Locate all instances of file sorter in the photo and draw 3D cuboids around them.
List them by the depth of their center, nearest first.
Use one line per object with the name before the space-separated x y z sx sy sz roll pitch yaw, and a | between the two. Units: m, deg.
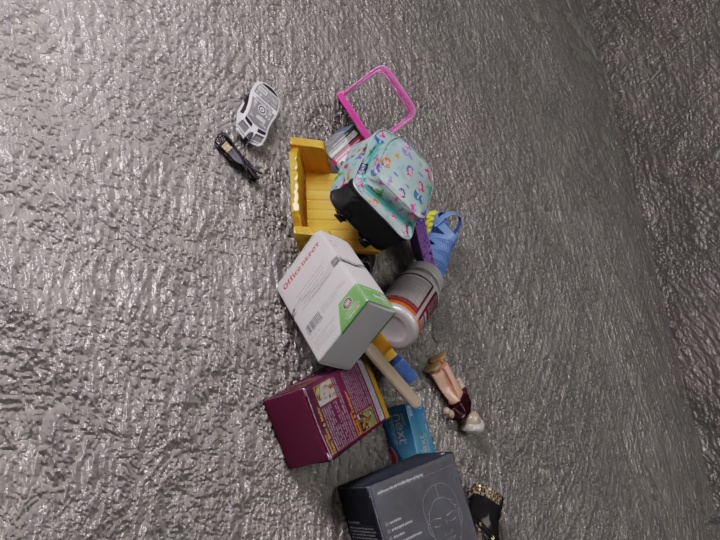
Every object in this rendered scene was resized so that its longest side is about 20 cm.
file sorter | 0.036 -0.355 1.706 0.140 0.125 0.200 55 6 -10

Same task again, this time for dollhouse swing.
dollhouse swing | -0.038 -0.136 1.524 0.182 0.173 0.202 80 7 -68

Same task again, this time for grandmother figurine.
grandmother figurine | 0.216 0.288 1.775 0.201 0.060 0.121 56 46 -14

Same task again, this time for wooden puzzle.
wooden puzzle | 0.043 0.156 1.533 0.186 0.046 0.200 51 0 -25

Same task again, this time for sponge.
sponge | 0.127 -0.092 1.762 0.112 0.029 0.202 -114 -173 -56

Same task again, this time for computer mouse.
computer mouse | -0.207 -0.272 1.500 0.109 0.044 0.202 39 51 -29

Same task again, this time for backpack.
backpack | 0.048 -0.167 1.502 0.177 0.150 0.201 42 41 -24

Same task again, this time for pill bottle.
pill bottle | 0.105 0.068 1.687 0.110 0.109 0.200 58 37 -15

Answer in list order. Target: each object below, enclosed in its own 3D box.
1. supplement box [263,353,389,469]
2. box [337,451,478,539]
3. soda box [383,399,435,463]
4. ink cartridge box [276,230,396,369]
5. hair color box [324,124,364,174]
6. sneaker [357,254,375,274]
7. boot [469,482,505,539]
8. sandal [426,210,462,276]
supplement box | -0.055 0.246 1.395 0.199 0.102 0.132 -20 90 -55
box | 0.090 0.453 1.423 0.198 0.124 0.199 -12 84 -33
soda box | 0.106 0.368 1.579 0.064 0.067 0.203 -1 75 -52
ink cartridge box | -0.047 0.050 1.398 0.084 0.146 0.201 21 26 -43
hair color box | -0.005 -0.198 1.685 0.099 0.060 0.201 -45 112 -24
sneaker | 0.000 0.000 1.600 0.076 0.087 0.200 59 37 -13
boot | 0.287 0.575 1.720 0.200 0.073 0.151 46 42 -22
sandal | 0.197 -0.071 1.898 0.079 0.086 0.202 38 48 -38
